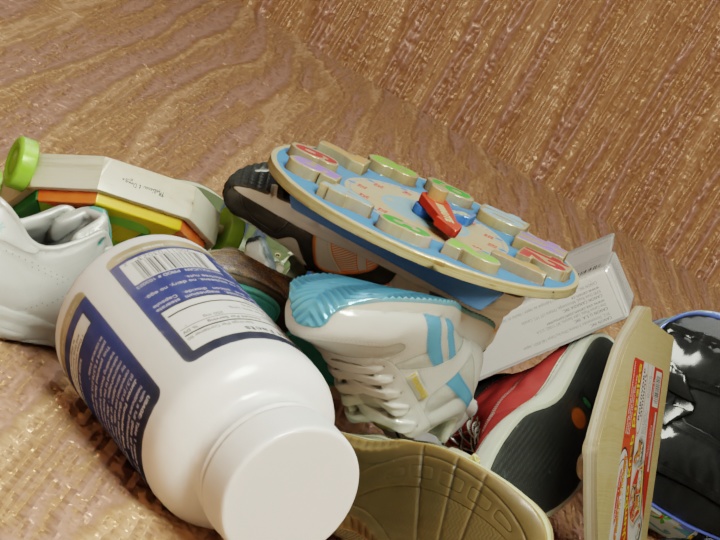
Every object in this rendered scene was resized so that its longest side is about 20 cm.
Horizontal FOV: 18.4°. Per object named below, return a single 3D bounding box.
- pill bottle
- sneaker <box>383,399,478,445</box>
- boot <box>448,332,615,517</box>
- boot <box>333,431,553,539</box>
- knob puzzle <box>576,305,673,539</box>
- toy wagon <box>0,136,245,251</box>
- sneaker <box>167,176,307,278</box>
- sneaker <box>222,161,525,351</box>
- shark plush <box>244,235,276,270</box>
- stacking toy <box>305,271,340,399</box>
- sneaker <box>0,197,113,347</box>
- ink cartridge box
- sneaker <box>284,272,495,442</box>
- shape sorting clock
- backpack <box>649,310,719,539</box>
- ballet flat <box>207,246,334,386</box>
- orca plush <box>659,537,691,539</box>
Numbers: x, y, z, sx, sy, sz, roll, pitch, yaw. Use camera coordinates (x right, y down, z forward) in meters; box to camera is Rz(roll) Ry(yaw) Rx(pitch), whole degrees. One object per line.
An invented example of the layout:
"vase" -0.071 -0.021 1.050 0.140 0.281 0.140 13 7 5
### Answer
"pill bottle" -0.082 0.071 1.217 0.111 0.112 0.200 22 14 -39
"sneaker" 0.027 0.039 1.507 0.073 0.071 0.201 30 -30 42
"boot" 0.094 0.129 1.575 0.073 0.144 0.200 56 42 -13
"boot" 0.046 0.137 1.300 0.199 0.073 0.154 14 -2 30
"knob puzzle" 0.168 0.121 1.502 0.030 0.222 0.219 7 3 19
"toy wagon" -0.172 -0.029 1.432 0.154 0.040 0.200 18 -21 -23
"sneaker" -0.091 -0.010 1.664 0.200 0.067 0.090 25 7 -45
"sneaker" 0.000 0.000 1.387 0.199 0.080 0.074 27 25 -1
"shark plush" -0.058 0.054 1.493 0.200 0.091 0.084 38 -18 53
"stacking toy" -0.011 0.007 1.634 0.085 0.086 0.200 28 28 -14
"sneaker" -0.168 0.002 1.353 0.075 0.089 0.199 36 11 32
"ink cartridge box" 0.107 0.040 1.667 0.045 0.199 0.176 66 11 -4
"sneaker" 0.017 0.050 1.263 0.076 0.081 0.200 13 -4 29
"shape sorting clock" 0.039 -0.032 1.321 0.199 0.039 0.200 25 14 -7
"backpack" 0.276 0.132 1.759 0.199 0.184 0.147 24 -11 -14
"ballet flat" -0.067 0.023 1.391 0.199 0.068 0.067 27 27 -47
"orca plush" 0.247 0.235 1.347 0.071 0.106 0.200 -8 28 -21
